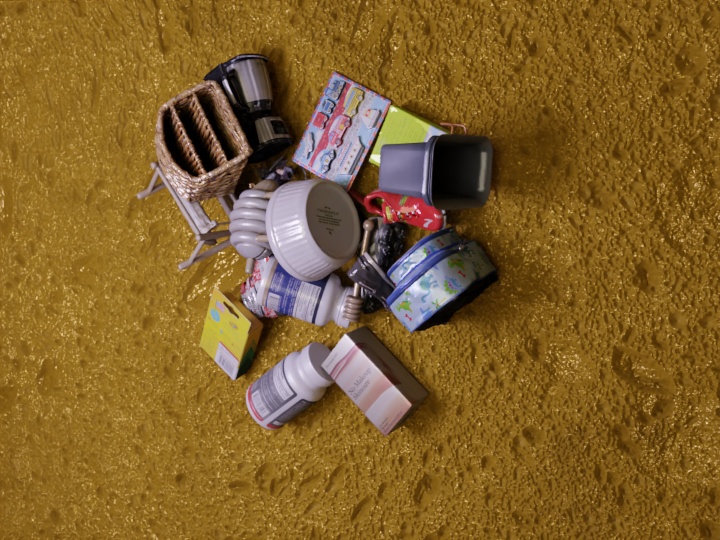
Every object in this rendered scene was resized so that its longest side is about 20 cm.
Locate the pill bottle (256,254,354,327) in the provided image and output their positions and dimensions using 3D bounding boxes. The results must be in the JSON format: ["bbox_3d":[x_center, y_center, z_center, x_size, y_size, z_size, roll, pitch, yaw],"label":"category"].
[{"bbox_3d":[-0.106,0.048,1.698,0.197,0.111,0.113,19,106,2],"label":"pill bottle"}]

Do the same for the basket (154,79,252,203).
[{"bbox_3d":[-0.330,-0.260,1.657,0.202,0.141,0.149,63,147,18],"label":"basket"}]

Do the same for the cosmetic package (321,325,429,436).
[{"bbox_3d":[0.029,0.224,1.681,0.200,0.087,0.104,44,116,17],"label":"cosmetic package"}]

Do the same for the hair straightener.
[{"bbox_3d":[-0.059,-0.156,1.707,0.199,0.041,0.078,38,114,16],"label":"hair straightener"}]

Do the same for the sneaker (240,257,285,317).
[{"bbox_3d":[-0.220,0.005,1.805,0.106,0.067,0.205,-9,95,27],"label":"sneaker"}]

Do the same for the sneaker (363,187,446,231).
[{"bbox_3d":[0.083,-0.111,1.583,0.199,0.084,0.078,22,131,46],"label":"sneaker"}]

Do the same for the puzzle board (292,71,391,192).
[{"bbox_3d":[-0.041,-0.284,1.677,0.150,0.017,0.202,31,100,23],"label":"puzzle board"}]

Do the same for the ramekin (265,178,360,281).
[{"bbox_3d":[-0.084,-0.086,1.613,0.093,0.201,0.206,-15,89,40],"label":"ramekin"}]

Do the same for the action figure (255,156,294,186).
[{"bbox_3d":[-0.165,-0.156,1.755,0.201,0.069,0.131,51,126,19],"label":"action figure"}]

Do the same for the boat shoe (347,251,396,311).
[{"bbox_3d":[0.040,0.038,1.601,0.057,0.200,0.067,-38,43,4],"label":"boat shoe"}]

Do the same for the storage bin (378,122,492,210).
[{"bbox_3d":[0.128,-0.189,1.466,0.133,0.199,0.148,10,102,37],"label":"storage bin"}]

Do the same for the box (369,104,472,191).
[{"bbox_3d":[0.124,-0.224,1.593,0.198,0.047,0.123,31,111,21],"label":"box"}]

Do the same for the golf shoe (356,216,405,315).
[{"bbox_3d":[0.029,-0.013,1.670,0.094,0.077,0.203,30,110,43],"label":"golf shoe"}]

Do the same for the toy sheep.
[{"bbox_3d":[-0.204,-0.091,1.669,0.136,0.138,0.203,3,69,29],"label":"toy sheep"}]

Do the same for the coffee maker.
[{"bbox_3d":[-0.249,-0.332,1.760,0.191,0.133,0.203,-21,84,56],"label":"coffee maker"}]

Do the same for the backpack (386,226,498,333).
[{"bbox_3d":[0.136,0.020,1.524,0.183,0.199,0.148,-43,81,27],"label":"backpack"}]

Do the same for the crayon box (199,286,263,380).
[{"bbox_3d":[-0.286,0.134,1.830,0.127,0.051,0.201,42,136,19],"label":"crayon box"}]

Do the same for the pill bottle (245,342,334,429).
[{"bbox_3d":[-0.144,0.246,1.765,0.199,0.115,0.117,-38,78,27],"label":"pill bottle"}]

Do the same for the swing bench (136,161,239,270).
[{"bbox_3d":[-0.336,-0.141,1.769,0.200,0.199,0.130,56,138,11],"label":"swing bench"}]

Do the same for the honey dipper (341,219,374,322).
[{"bbox_3d":[0.000,0.000,1.621,0.037,0.038,0.203,16,100,26],"label":"honey dipper"}]
